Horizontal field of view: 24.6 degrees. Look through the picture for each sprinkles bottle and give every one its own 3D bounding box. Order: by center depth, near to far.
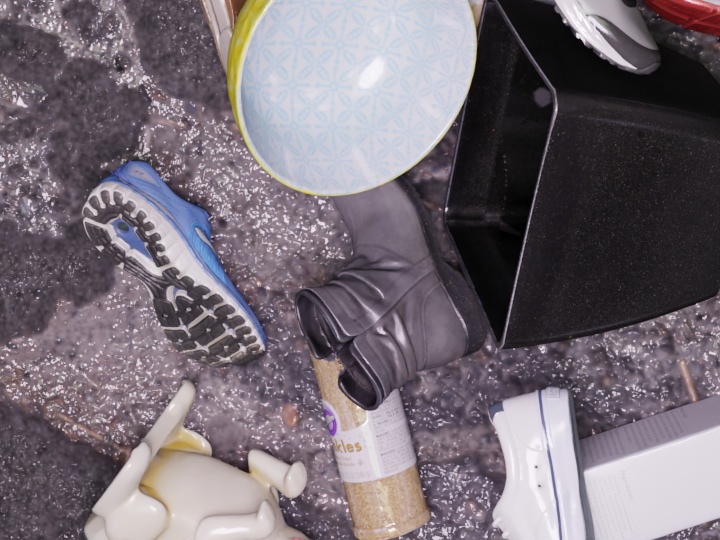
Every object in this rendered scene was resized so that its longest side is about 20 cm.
[{"bbox_3d":[0.003,0.113,1.335,0.067,0.068,0.203,-14,96,6],"label":"sprinkles bottle"}]

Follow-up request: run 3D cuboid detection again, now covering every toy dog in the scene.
[{"bbox_3d":[-0.117,0.225,1.325,0.199,0.140,0.195,35,111,-1],"label":"toy dog"}]

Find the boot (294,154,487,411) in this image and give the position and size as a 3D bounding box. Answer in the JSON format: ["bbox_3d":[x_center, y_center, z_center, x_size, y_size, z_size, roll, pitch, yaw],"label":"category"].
[{"bbox_3d":[0.000,0.000,1.268,0.131,0.070,0.201,-21,66,-34],"label":"boot"}]

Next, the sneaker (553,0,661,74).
[{"bbox_3d":[0.161,-0.230,1.148,0.079,0.074,0.202,-27,88,26],"label":"sneaker"}]

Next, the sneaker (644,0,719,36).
[{"bbox_3d":[0.315,-0.239,1.269,0.197,0.078,0.117,8,88,-16],"label":"sneaker"}]

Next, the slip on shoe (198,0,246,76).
[{"bbox_3d":[-0.100,-0.219,1.308,0.076,0.060,0.202,-32,113,-23],"label":"slip on shoe"}]

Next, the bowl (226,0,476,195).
[{"bbox_3d":[-0.022,-0.170,1.255,0.198,0.108,0.202,-14,126,-21],"label":"bowl"}]

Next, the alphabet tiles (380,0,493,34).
[{"bbox_3d":[0.030,-0.245,1.253,0.165,0.006,0.201,29,140,0],"label":"alphabet tiles"}]

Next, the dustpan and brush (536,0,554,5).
[{"bbox_3d":[0.176,-0.247,1.222,0.139,0.200,0.058,27,67,-17],"label":"dustpan and brush"}]

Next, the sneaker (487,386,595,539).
[{"bbox_3d":[0.136,0.190,1.240,0.070,0.073,0.203,-7,88,14],"label":"sneaker"}]

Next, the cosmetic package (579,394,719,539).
[{"bbox_3d":[0.221,0.166,1.310,0.198,0.101,0.072,-19,96,7],"label":"cosmetic package"}]

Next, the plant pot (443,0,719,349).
[{"bbox_3d":[0.180,-0.073,1.224,0.175,0.201,0.202,3,120,-12],"label":"plant pot"}]

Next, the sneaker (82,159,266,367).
[{"bbox_3d":[-0.134,-0.008,1.322,0.078,0.090,0.201,-19,118,31],"label":"sneaker"}]
